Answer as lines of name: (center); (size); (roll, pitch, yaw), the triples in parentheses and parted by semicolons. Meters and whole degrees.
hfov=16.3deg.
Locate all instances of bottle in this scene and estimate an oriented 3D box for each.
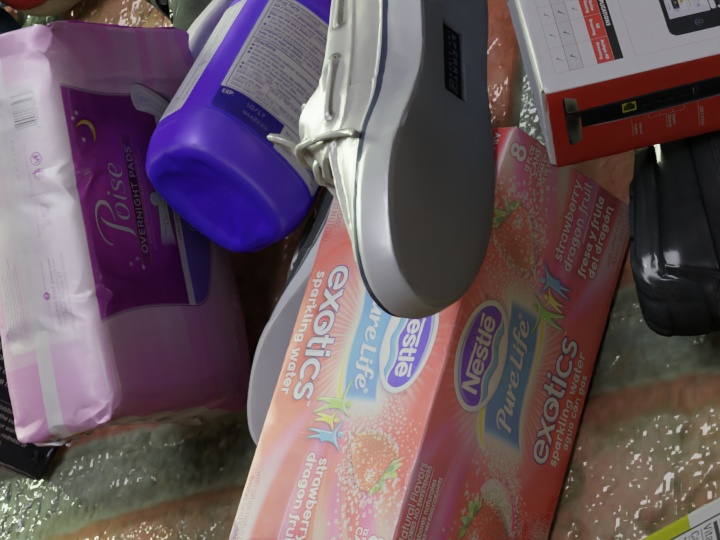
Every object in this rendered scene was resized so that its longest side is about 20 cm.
bottle: (-0.033, -0.103, 1.247); (0.065, 0.083, 0.200); (-25, 31, 47)

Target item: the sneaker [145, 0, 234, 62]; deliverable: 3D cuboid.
sneaker: (-0.083, -0.129, 1.354); (0.099, 0.071, 0.201); (-9, 59, 49)

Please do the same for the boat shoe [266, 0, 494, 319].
boat shoe: (0.002, -0.059, 1.065); (0.086, 0.075, 0.203); (-23, 50, 32)

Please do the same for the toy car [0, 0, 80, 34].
toy car: (-0.246, -0.251, 1.488); (0.184, 0.200, 0.177); (-47, 42, 14)

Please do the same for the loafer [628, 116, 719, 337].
loafer: (0.150, -0.060, 1.076); (0.070, 0.068, 0.201); (-6, 53, 11)

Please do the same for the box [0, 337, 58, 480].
box: (-0.199, -0.010, 1.370); (0.148, 0.104, 0.201); (23, 85, 51)

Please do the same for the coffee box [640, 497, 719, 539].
coffee box: (0.180, 0.189, 0.781); (0.197, 0.199, 0.201); (-33, 46, 27)

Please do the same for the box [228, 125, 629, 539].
box: (0.034, 0.046, 1.101); (0.102, 0.095, 0.201); (2, 69, 45)

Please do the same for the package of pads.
package of pads: (-0.125, -0.018, 1.229); (0.075, 0.120, 0.201); (-14, 84, 34)

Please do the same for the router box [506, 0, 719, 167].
router box: (0.146, -0.150, 1.070); (0.179, 0.049, 0.201); (-12, 51, 2)

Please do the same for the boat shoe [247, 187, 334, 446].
boat shoe: (0.000, 0.000, 1.197); (0.057, 0.068, 0.201); (163, 130, -79)
